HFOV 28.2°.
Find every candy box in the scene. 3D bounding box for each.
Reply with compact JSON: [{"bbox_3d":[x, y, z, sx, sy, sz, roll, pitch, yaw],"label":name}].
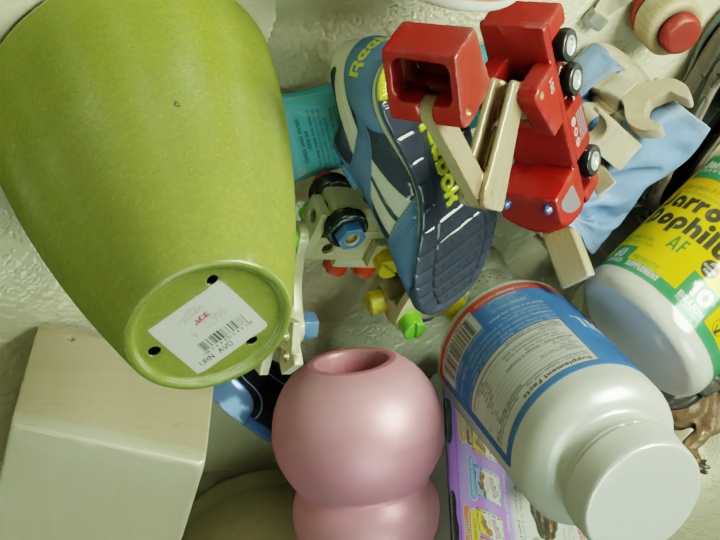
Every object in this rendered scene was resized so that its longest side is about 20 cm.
[{"bbox_3d":[0.110,0.204,1.182,0.071,0.169,0.199,-28,136,33],"label":"candy box"}]

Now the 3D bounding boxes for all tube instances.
[{"bbox_3d":[0.036,-0.110,0.952,0.198,0.051,0.078,-16,132,-1],"label":"tube"}]

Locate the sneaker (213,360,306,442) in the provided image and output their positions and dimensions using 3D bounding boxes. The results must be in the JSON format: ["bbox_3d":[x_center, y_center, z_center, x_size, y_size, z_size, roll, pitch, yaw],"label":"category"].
[{"bbox_3d":[-0.042,0.095,1.099,0.078,0.070,0.199,-52,136,4],"label":"sneaker"}]

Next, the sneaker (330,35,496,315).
[{"bbox_3d":[0.031,-0.063,0.912,0.074,0.082,0.202,-33,129,-27],"label":"sneaker"}]

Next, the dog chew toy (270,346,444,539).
[{"bbox_3d":[0.003,0.160,1.021,0.123,0.124,0.203,-11,104,-20],"label":"dog chew toy"}]

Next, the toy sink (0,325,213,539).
[{"bbox_3d":[-0.189,0.156,1.012,0.129,0.113,0.202,13,124,-10],"label":"toy sink"}]

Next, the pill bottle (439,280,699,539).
[{"bbox_3d":[0.139,0.098,0.959,0.111,0.200,0.113,-10,120,-18],"label":"pill bottle"}]

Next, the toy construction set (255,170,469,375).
[{"bbox_3d":[0.000,0.000,1.002,0.199,0.092,0.132,-14,144,-40],"label":"toy construction set"}]

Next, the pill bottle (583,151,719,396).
[{"bbox_3d":[0.264,-0.016,1.021,0.200,0.113,0.113,-41,141,-14],"label":"pill bottle"}]

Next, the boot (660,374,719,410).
[{"bbox_3d":[0.215,0.101,1.182,0.174,0.070,0.200,-37,180,17],"label":"boot"}]

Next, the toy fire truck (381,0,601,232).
[{"bbox_3d":[0.085,-0.085,0.857,0.142,0.048,0.201,-55,141,-35],"label":"toy fire truck"}]

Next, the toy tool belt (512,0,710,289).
[{"bbox_3d":[0.184,-0.091,0.993,0.124,0.123,0.200,22,117,-42],"label":"toy tool belt"}]

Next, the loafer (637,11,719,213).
[{"bbox_3d":[0.267,-0.126,1.051,0.071,0.063,0.201,18,120,-38],"label":"loafer"}]

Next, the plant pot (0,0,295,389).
[{"bbox_3d":[-0.109,-0.037,0.818,0.185,0.201,0.189,-14,136,-14],"label":"plant pot"}]

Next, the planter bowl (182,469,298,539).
[{"bbox_3d":[-0.075,0.249,1.167,0.198,0.136,0.201,-14,142,-11],"label":"planter bowl"}]

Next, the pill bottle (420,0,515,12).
[{"bbox_3d":[0.070,-0.254,0.779,0.111,0.113,0.201,-3,131,-27],"label":"pill bottle"}]

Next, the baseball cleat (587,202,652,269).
[{"bbox_3d":[0.259,-0.053,1.115,0.198,0.070,0.107,-17,146,-29],"label":"baseball cleat"}]

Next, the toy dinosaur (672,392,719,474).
[{"bbox_3d":[0.283,0.106,1.281,0.197,0.086,0.137,-5,125,-1],"label":"toy dinosaur"}]

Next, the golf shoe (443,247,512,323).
[{"bbox_3d":[0.116,0.069,1.138,0.075,0.092,0.200,-32,140,1],"label":"golf shoe"}]

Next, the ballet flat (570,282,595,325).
[{"bbox_3d":[0.208,0.024,1.142,0.200,0.067,0.068,-45,172,-46],"label":"ballet flat"}]
